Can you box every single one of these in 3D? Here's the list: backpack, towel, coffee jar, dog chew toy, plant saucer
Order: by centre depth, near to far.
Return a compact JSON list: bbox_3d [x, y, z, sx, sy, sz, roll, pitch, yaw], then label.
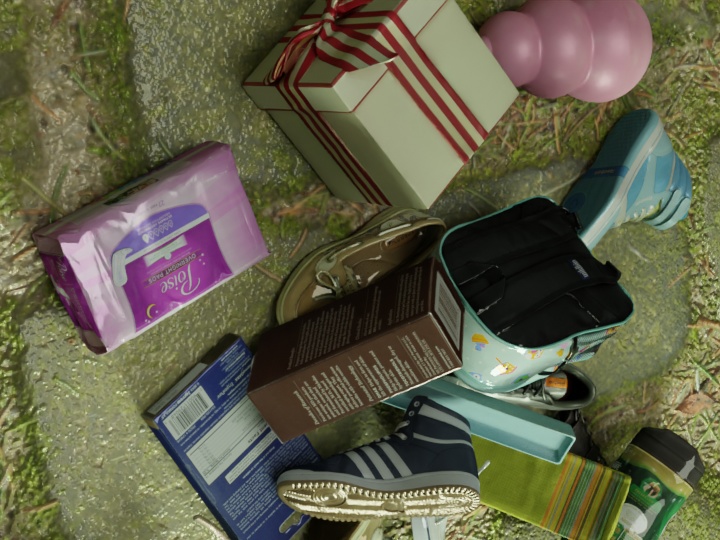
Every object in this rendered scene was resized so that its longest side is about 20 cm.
[{"bbox_3d":[0.116,0.142,1.591,0.198,0.070,0.019,20,60,3],"label":"plant saucer"},{"bbox_3d":[0.148,0.033,1.613,0.199,0.153,0.177,-15,65,-45],"label":"backpack"},{"bbox_3d":[0.208,-0.236,1.677,0.198,0.124,0.126,-8,101,-26],"label":"dog chew toy"},{"bbox_3d":[0.181,0.223,1.688,0.018,0.198,0.087,63,48,-76],"label":"towel"},{"bbox_3d":[0.290,0.264,1.729,0.085,0.104,0.201,36,85,9],"label":"coffee jar"}]

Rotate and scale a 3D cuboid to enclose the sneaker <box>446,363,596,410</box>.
[{"bbox_3d":[0.172,0.110,1.713,0.199,0.079,0.075,11,91,-34],"label":"sneaker"}]

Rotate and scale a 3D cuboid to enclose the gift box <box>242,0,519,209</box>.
[{"bbox_3d":[0.026,-0.187,1.506,0.187,0.199,0.185,49,64,-27],"label":"gift box"}]

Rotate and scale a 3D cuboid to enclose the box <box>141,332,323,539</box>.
[{"bbox_3d":[-0.113,0.177,1.547,0.121,0.032,0.201,-43,116,-23],"label":"box"}]

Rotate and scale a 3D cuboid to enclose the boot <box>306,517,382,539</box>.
[{"bbox_3d":[0.015,0.306,1.631,0.154,0.072,0.202,35,70,-37],"label":"boot"}]

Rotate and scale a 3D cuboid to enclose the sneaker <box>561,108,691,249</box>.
[{"bbox_3d":[0.306,-0.068,1.786,0.131,0.079,0.201,45,71,-29],"label":"sneaker"}]

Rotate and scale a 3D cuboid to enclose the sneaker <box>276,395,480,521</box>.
[{"bbox_3d":[0.018,0.183,1.565,0.070,0.198,0.109,88,3,-53],"label":"sneaker"}]

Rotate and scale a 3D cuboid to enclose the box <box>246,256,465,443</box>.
[{"bbox_3d":[-0.003,0.076,1.495,0.075,0.198,0.100,58,21,-26],"label":"box"}]

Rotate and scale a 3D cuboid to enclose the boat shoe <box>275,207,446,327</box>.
[{"bbox_3d":[0.000,0.000,1.587,0.200,0.062,0.074,-41,117,-24],"label":"boat shoe"}]

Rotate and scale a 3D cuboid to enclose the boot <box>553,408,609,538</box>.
[{"bbox_3d":[0.271,0.223,1.803,0.200,0.069,0.175,-39,117,-23],"label":"boot"}]

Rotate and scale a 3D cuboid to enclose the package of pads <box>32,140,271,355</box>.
[{"bbox_3d":[-0.185,-0.022,1.446,0.199,0.075,0.121,-32,111,-28],"label":"package of pads"}]

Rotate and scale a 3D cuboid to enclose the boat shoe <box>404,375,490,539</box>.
[{"bbox_3d":[0.092,0.208,1.649,0.085,0.075,0.204,-3,86,6],"label":"boat shoe"}]
